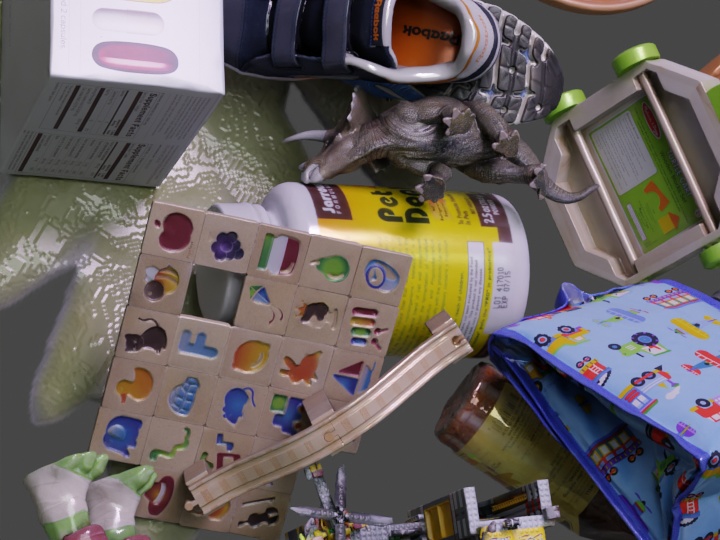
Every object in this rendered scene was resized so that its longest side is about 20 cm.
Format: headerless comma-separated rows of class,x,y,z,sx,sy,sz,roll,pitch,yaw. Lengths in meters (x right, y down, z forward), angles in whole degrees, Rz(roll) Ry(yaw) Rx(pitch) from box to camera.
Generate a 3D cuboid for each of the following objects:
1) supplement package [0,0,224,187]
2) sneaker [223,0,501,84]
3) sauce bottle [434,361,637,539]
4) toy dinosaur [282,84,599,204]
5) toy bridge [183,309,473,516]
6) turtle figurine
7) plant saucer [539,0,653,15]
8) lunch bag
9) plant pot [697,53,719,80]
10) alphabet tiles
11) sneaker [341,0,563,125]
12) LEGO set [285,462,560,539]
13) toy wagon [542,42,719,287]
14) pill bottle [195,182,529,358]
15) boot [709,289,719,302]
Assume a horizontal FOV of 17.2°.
supplement package,-0.159,-0.177,1.503,0.110,0.156,0.201,5,69,-19
sneaker,-0.011,-0.158,1.515,0.199,0.079,0.079,3,91,8
sauce bottle,0.144,0.138,1.553,0.200,0.066,0.066,35,63,-5
toy dinosaur,0.062,-0.084,1.510,0.199,0.102,0.077,-2,115,-24
toy bridge,-0.021,0.092,1.442,0.199,0.067,0.027,-32,102,-1
turtle figurine,-0.113,0.198,1.377,0.143,0.200,0.195,-2,66,-35
plant saucer,0.153,-0.273,1.723,0.199,0.037,0.201,7,69,-19
lunch bag,0.186,0.069,1.481,0.150,0.094,0.200,-17,46,-35
plant pot,0.307,-0.093,1.641,0.140,0.200,0.201,-25,81,-9
alphabet tiles,-0.072,0.067,1.463,0.166,0.008,0.201,12,105,-16
sneaker,0.040,-0.148,1.593,0.199,0.089,0.079,17,93,6
LEGO set,0.044,0.199,1.458,0.199,0.116,0.155,5,74,-19
toy wagon,0.206,-0.071,1.580,0.039,0.200,0.156,-11,74,-48
pill bottle,0.000,0.000,1.524,0.199,0.109,0.110,2,70,-20
boot,0.350,0.041,1.664,0.200,0.066,0.165,-34,94,-24
